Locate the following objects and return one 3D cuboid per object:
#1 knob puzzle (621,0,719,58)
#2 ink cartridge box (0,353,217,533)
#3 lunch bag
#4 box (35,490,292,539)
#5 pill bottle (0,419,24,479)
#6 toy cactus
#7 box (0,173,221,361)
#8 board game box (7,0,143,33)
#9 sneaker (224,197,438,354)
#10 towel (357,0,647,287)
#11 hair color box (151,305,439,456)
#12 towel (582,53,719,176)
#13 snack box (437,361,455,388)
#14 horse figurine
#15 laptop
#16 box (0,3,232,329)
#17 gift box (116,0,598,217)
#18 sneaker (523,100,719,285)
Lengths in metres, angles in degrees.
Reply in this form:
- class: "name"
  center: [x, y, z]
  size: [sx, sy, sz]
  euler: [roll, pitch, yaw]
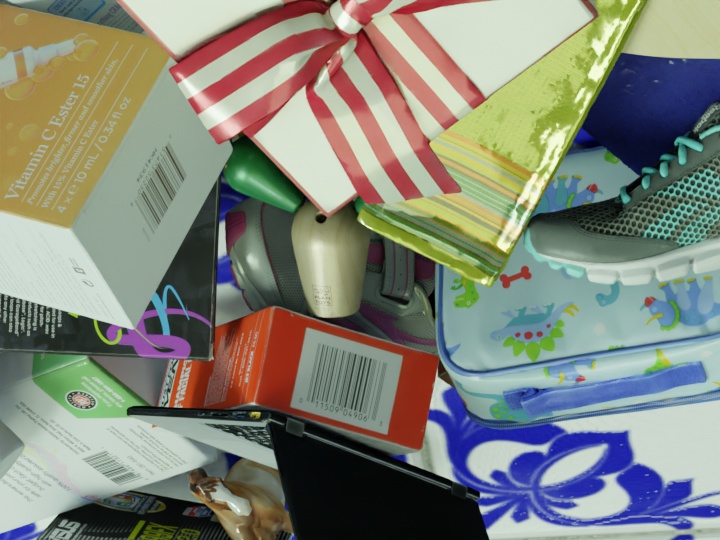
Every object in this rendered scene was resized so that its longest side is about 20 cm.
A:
- class: "knob puzzle"
  center: [0.140, -0.191, 1.169]
  size: [0.218, 0.031, 0.221]
  euler: [11, 129, 13]
- class: "ink cartridge box"
  center: [-0.215, 0.090, 1.550]
  size: [0.199, 0.084, 0.145]
  euler: [-20, 139, 26]
- class: "lunch bag"
  center: [0.143, 0.009, 1.362]
  size: [0.199, 0.162, 0.083]
  euler: [-11, 143, 15]
- class: "box"
  center: [-0.134, 0.200, 1.612]
  size: [0.159, 0.045, 0.200]
  euler: [11, -173, 3]
- class: "pill bottle"
  center: [-0.310, 0.072, 1.437]
  size: [0.200, 0.110, 0.110]
  euler: [43, 137, 2]
- class: "toy cactus"
  center: [-0.016, -0.054, 1.302]
  size: [0.199, 0.102, 0.166]
  euler: [0, 108, 7]
- class: "box"
  center: [-0.181, -0.022, 1.358]
  size: [0.199, 0.144, 0.036]
  euler: [3, 178, 0]
- class: "board game box"
  center: [-0.163, -0.204, 1.187]
  size: [0.199, 0.041, 0.153]
  euler: [28, 136, -31]
- class: "sneaker"
  center: [0.000, 0.000, 1.433]
  size: [0.088, 0.082, 0.199]
  euler: [-29, 142, 33]
- class: "towel"
  center: [0.075, -0.086, 1.217]
  size: [0.086, 0.018, 0.201]
  euler: [23, 120, -7]
- class: "hair color box"
  center: [-0.043, 0.075, 1.416]
  size: [0.110, 0.064, 0.200]
  euler: [17, 165, -20]
- class: "towel"
  center: [0.190, -0.138, 1.260]
  size: [0.147, 0.050, 0.200]
  euler: [37, 132, -25]
- class: "snack box"
  center: [0.148, 0.039, 1.517]
  size: [0.199, 0.024, 0.072]
  euler: [-28, 136, 33]
- class: "horse figurine"
  center: [-0.056, 0.167, 1.596]
  size: [0.132, 0.200, 0.050]
  euler: [31, 100, -1]
- class: "laptop"
  center: [-0.019, 0.160, 1.356]
  size: [0.199, 0.117, 0.187]
  euler: [-1, 161, 44]
- class: "box"
  center: [-0.191, -0.065, 1.244]
  size: [0.199, 0.125, 0.098]
  euler: [14, 152, 26]
- class: "gift box"
  center: [0.006, -0.150, 1.076]
  size: [0.184, 0.187, 0.200]
  euler: [-40, 116, 20]
- class: "sneaker"
  center: [0.185, -0.046, 1.266]
  size: [0.199, 0.078, 0.092]
  euler: [-8, 103, 0]
